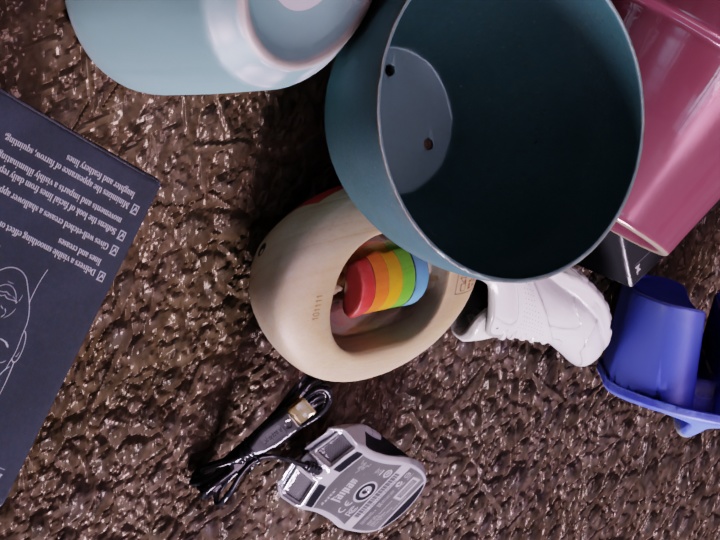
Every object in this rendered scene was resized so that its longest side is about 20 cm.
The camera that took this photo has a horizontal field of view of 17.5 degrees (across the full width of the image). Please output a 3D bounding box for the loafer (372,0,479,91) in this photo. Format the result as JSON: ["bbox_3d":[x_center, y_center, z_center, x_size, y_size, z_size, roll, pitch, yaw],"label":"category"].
[{"bbox_3d":[0.047,-0.170,1.508,0.071,0.068,0.201,-81,151,-45],"label":"loafer"}]

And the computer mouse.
[{"bbox_3d":[-0.026,0.130,1.581,0.110,0.044,0.200,-46,147,9],"label":"computer mouse"}]

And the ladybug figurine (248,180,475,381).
[{"bbox_3d":[0.000,0.000,1.525,0.199,0.072,0.137,-7,113,-47],"label":"ladybug figurine"}]

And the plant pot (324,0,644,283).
[{"bbox_3d":[0.055,-0.093,1.422,0.199,0.134,0.202,0,90,-34],"label":"plant pot"}]

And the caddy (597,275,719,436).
[{"bbox_3d":[0.255,0.073,1.764,0.200,0.140,0.106,-75,178,-82],"label":"caddy"}]

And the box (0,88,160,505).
[{"bbox_3d":[-0.224,0.001,1.235,0.148,0.107,0.201,32,84,-52],"label":"box"}]

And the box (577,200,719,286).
[{"bbox_3d":[0.223,-0.108,1.726,0.200,0.079,0.142,-41,132,-29],"label":"box"}]

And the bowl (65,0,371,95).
[{"bbox_3d":[-0.063,-0.182,1.331,0.200,0.105,0.202,-26,128,-38],"label":"bowl"}]

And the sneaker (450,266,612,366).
[{"bbox_3d":[0.107,0.019,1.672,0.099,0.078,0.200,-49,132,-8],"label":"sneaker"}]

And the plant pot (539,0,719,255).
[{"bbox_3d":[0.191,-0.118,1.535,0.200,0.199,0.180,31,90,-52],"label":"plant pot"}]
